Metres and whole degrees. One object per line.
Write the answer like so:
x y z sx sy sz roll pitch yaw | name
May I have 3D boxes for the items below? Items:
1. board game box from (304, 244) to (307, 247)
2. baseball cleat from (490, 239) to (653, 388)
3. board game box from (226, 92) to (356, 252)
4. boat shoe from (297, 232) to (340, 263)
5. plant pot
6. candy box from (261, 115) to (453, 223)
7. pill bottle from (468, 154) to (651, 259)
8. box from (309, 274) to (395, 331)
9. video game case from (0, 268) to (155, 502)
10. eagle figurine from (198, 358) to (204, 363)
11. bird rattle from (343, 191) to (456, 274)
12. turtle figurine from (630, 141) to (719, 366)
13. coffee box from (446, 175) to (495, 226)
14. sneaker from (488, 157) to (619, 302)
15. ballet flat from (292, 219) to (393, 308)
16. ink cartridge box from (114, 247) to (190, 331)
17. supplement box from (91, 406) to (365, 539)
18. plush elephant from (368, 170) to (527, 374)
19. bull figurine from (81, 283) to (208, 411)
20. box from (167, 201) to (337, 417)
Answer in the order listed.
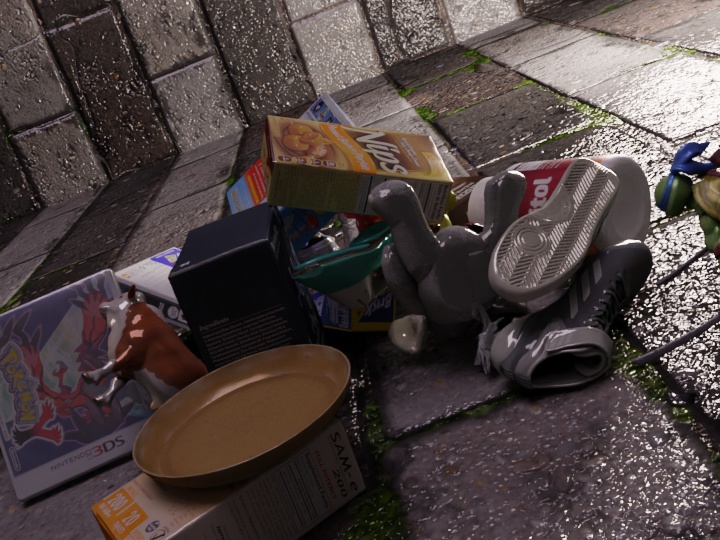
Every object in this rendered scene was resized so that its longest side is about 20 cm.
-0.137 -0.058 1.314 0.132 0.046 0.200 -20 15 7 | board game box
0.215 0.047 0.819 0.198 0.071 0.106 -36 30 -13 | baseball cleat
-0.077 -0.116 1.142 0.196 0.056 0.201 -44 27 8 | board game box
-0.069 -0.032 1.322 0.073 0.066 0.202 -24 18 -10 | boat shoe
-0.097 0.125 0.762 0.196 0.028 0.201 -18 18 6 | plant pot
-0.008 -0.112 0.981 0.195 0.056 0.116 4 33 -14 | candy box
0.223 -0.070 1.031 0.112 0.115 0.198 -34 22 -34 | pill bottle
-0.043 0.033 1.089 0.069 0.066 0.198 1 3 -37 | box
-0.328 0.126 0.998 0.179 0.204 0.023 -23 -10 -5 | video game case
-0.303 0.106 1.101 0.197 0.154 0.152 -24 -18 -21 | eagle figurine
0.023 -0.053 1.125 0.111 0.168 0.198 -8 10 -32 | bird rattle
0.352 -0.009 0.789 0.190 0.205 0.143 10 7 22 | turtle figurine
0.101 -0.069 1.212 0.113 0.081 0.198 -33 22 -30 | coffee box
0.182 -0.020 0.850 0.074 0.085 0.199 36 53 18 | sneaker
0.000 0.000 0.941 0.066 0.072 0.199 -15 9 31 | ballet flat
-0.212 0.033 1.218 0.196 0.044 0.198 18 14 8 | ink cartridge box
-0.111 0.191 0.755 0.198 0.075 0.125 -31 22 -26 | supplement box
0.094 0.008 0.925 0.161 0.205 0.155 -13 -6 -13 | plush elephant
-0.220 0.109 0.951 0.122 0.199 0.065 -47 -7 -33 | bull figurine
-0.104 0.053 0.923 0.105 0.204 0.149 -19 19 4 | box
